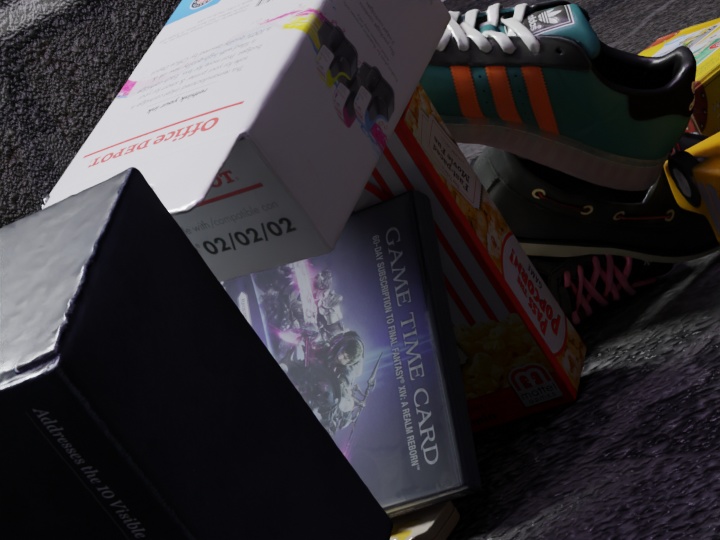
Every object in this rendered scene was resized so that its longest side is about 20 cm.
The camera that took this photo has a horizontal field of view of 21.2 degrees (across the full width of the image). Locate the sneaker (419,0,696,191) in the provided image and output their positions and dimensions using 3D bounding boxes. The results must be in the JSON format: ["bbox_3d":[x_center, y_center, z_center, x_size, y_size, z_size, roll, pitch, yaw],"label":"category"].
[{"bbox_3d":[0.073,-0.106,0.957,0.072,0.198,0.080,-95,23,-52],"label":"sneaker"}]

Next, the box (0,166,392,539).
[{"bbox_3d":[-0.123,0.100,0.737,0.195,0.201,0.124,-21,30,24],"label":"box"}]

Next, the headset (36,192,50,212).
[{"bbox_3d":[-0.253,0.023,1.091,0.198,0.095,0.124,-17,-20,2],"label":"headset"}]

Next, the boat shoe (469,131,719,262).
[{"bbox_3d":[0.149,-0.049,1.048,0.200,0.074,0.063,-2,-36,-29],"label":"boat shoe"}]

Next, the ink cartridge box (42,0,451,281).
[{"bbox_3d":[-0.051,-0.058,0.820,0.114,0.068,0.201,-15,34,38],"label":"ink cartridge box"}]

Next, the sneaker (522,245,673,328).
[{"bbox_3d":[0.124,-0.004,1.077,0.095,0.080,0.200,2,28,23],"label":"sneaker"}]

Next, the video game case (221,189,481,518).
[{"bbox_3d":[-0.042,0.061,0.914,0.199,0.144,0.019,-20,-22,27],"label":"video game case"}]

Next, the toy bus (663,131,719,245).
[{"bbox_3d":[0.218,-0.032,0.931,0.065,0.079,0.200,-29,11,-8],"label":"toy bus"}]

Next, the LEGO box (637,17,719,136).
[{"bbox_3d":[0.216,-0.101,1.259,0.148,0.078,0.200,-15,16,47],"label":"LEGO box"}]

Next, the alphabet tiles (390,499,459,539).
[{"bbox_3d":[-0.052,0.151,0.885,0.199,0.015,0.196,-20,13,30],"label":"alphabet tiles"}]

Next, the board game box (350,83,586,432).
[{"bbox_3d":[0.000,0.000,0.963,0.151,0.201,0.046,-21,27,28],"label":"board game box"}]
